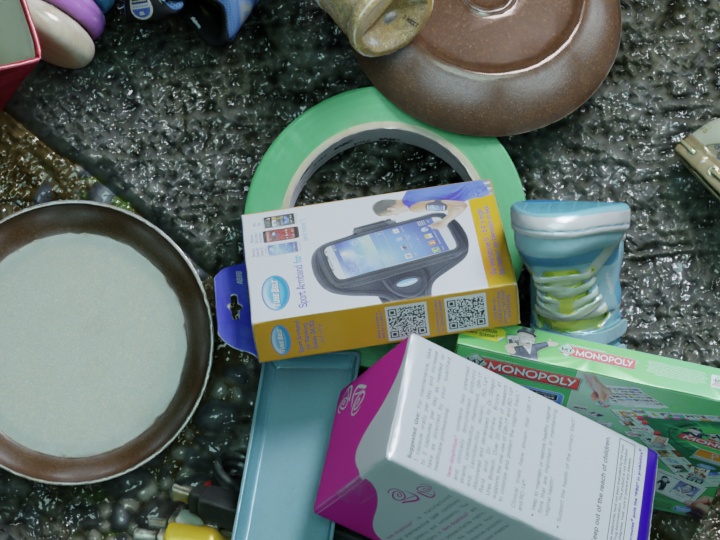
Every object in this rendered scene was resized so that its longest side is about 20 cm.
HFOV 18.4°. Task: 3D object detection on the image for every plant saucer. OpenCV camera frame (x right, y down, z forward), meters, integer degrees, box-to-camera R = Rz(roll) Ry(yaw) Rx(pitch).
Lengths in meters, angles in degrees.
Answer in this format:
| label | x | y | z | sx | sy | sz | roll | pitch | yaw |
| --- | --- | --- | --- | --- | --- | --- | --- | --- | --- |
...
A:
| label | x | y | z | sx | sy | sz | roll | pitch | yaw |
| --- | --- | --- | --- | --- | --- | --- | --- | --- | --- |
| plant saucer | 0.089 | -0.191 | 1.572 | 0.200 | 0.037 | 0.201 | 1 | 67 | -3 |
| plant saucer | -0.202 | 0.051 | 1.566 | 0.199 | 0.032 | 0.201 | 0 | 82 | 1 |
| plant saucer | -0.044 | 0.143 | 1.484 | 0.070 | 0.019 | 0.201 | 0 | 56 | 13 |

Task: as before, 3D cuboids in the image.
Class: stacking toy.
| label | x | y | z | sx | sy | sz | roll | pitch | yaw |
| --- | --- | --- | --- | --- | --- | --- | --- | --- | --- |
| stacking toy | -0.187 | -0.248 | 1.589 | 0.085 | 0.085 | 0.200 | 26 | 77 | 4 |

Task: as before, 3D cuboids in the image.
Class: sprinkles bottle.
| label | x | y | z | sx | sy | sz | roll | pitch | yaw |
| --- | --- | --- | --- | --- | --- | --- | --- | --- | --- |
| sprinkles bottle | -0.029 | -0.234 | 1.550 | 0.068 | 0.068 | 0.200 | -35 | 58 | -5 |

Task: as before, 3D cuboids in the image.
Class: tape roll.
| label | x | y | z | sx | sy | sz | roll | pitch | yaw |
| --- | --- | --- | --- | --- | --- | --- | --- | --- | --- |
| tape roll | 0.018 | -0.028 | 1.569 | 0.200 | 0.048 | 0.201 | 0 | 82 | 0 |

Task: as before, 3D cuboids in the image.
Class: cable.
| label | x | y | z | sx | sy | sz | roll | pitch | yaw |
| --- | --- | --- | --- | --- | --- | --- | --- | --- | --- |
| cable | -0.050 | 0.181 | 1.511 | 0.199 | 0.097 | 0.050 | 18 | 125 | 19 |

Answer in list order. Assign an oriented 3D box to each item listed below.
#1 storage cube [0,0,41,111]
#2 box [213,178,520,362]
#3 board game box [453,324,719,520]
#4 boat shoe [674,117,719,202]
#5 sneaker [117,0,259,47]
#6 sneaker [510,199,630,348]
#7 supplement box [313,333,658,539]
| label | x | y | z | sx | sy | sz | roll | pitch | yaw |
| --- | --- | --- | --- | --- | --- | --- | --- | --- | --- |
| storage cube | -0.339 | -0.174 | 1.499 | 0.170 | 0.180 | 0.201 | -16 | 83 | -26 |
| box | 0.000 | 0.000 | 1.488 | 0.199 | 0.042 | 0.119 | -7 | 39 | -2 |
| board game box | 0.155 | 0.101 | 1.511 | 0.199 | 0.135 | 0.029 | 13 | 49 | 1 |
| boat shoe | 0.295 | -0.020 | 1.561 | 0.063 | 0.073 | 0.200 | -29 | 72 | 2 |
| sneaker | -0.144 | -0.221 | 1.533 | 0.200 | 0.078 | 0.089 | 33 | 67 | -36 |
| sneaker | 0.144 | 0.018 | 1.493 | 0.079 | 0.200 | 0.131 | 2 | 90 | 15 |
| supplement box | 0.084 | 0.140 | 1.465 | 0.200 | 0.101 | 0.104 | 26 | 53 | -20 |
